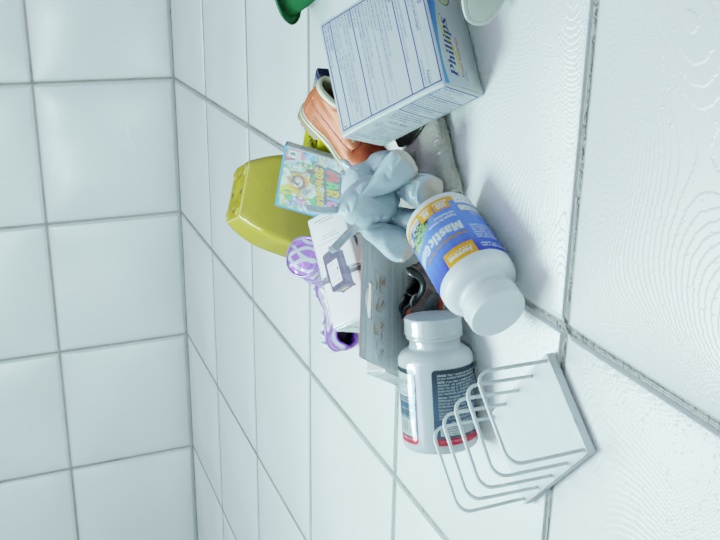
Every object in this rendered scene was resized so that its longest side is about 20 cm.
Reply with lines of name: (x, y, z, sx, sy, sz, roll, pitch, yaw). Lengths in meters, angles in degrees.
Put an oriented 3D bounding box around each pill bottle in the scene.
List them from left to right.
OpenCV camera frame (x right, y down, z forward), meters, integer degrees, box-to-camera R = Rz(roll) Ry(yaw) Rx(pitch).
pill bottle: (0.118, 0.169, 1.409, 0.119, 0.118, 0.203, -165, 70, -67)
pill bottle: (0.149, -0.008, 1.284, 0.201, 0.111, 0.113, -118, 30, -43)

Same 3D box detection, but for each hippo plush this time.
hippo plush: (0.030, -0.104, 1.434, 0.160, 0.198, 0.161, 58, -175, -19)

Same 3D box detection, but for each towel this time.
towel: (0.101, -0.149, 1.471, 0.200, 0.034, 0.134, 136, 124, -64)

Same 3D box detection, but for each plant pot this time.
plant pot: (-0.159, -0.136, 1.849, 0.194, 0.198, 0.198, 173, 109, -68)

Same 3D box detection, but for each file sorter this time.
file sorter: (0.193, 0.225, 1.228, 0.201, 0.123, 0.140, 115, 142, -55)

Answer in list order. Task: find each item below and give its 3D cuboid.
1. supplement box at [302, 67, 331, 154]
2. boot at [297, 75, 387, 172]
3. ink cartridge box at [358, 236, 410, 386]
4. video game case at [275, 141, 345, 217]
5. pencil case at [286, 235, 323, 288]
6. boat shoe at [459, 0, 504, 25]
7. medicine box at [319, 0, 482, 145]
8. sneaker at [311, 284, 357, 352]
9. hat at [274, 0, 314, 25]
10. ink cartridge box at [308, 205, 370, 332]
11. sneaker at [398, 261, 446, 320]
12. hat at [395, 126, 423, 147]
supplement box: (-0.038, -0.252, 1.674, 0.201, 0.108, 0.110, 105, 159, -43)
boot: (-0.012, -0.230, 1.502, 0.200, 0.075, 0.107, 41, 144, 3)
ink cartridge box: (0.031, 0.069, 1.483, 0.044, 0.176, 0.203, -12, 65, 32)
video game case: (-0.051, -0.148, 1.663, 0.018, 0.197, 0.144, -74, -1, -47)
pencil case: (-0.059, -0.006, 1.709, 0.085, 0.199, 0.085, 19, 90, 30)
boat shoe: (0.158, -0.424, 1.189, 0.060, 0.073, 0.203, -141, 51, -60)
medicine box: (0.056, -0.308, 1.338, 0.198, 0.102, 0.185, -20, 75, 37)
sneaker: (-0.043, 0.076, 1.861, 0.088, 0.080, 0.203, 16, 116, 60)
hat: (-0.073, -0.582, 1.808, 0.200, 0.174, 0.168, -36, -58, -71)
ink cartridge box: (0.000, 0.000, 1.603, 0.084, 0.144, 0.203, -23, 72, 31)
sneaker: (0.095, 0.070, 1.484, 0.077, 0.081, 0.203, -138, 42, -58)
hat: (0.047, -0.293, 1.475, 0.200, 0.080, 0.204, 180, 90, -70)
